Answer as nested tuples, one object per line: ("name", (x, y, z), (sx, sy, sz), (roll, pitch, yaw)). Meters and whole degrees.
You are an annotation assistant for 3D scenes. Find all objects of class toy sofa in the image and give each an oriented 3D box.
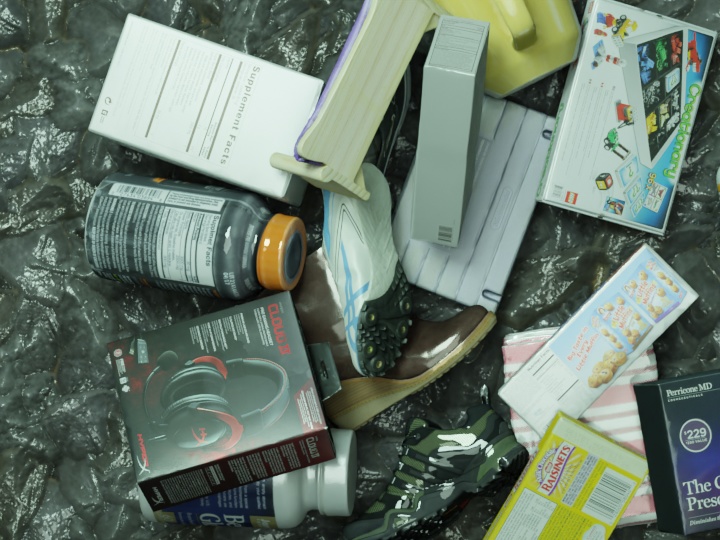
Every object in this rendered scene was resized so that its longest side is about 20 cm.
("toy sofa", (-0.009, -0.173, 1.614), (0.083, 0.097, 0.201), (19, 83, 49))

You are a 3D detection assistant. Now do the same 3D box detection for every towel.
("towel", (0.219, 0.151, 1.718), (0.145, 0.030, 0.201), (-8, 91, 7))

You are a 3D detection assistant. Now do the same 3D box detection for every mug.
("mug", (0.123, -0.243, 1.665), (0.149, 0.186, 0.154), (-25, 92, 36))

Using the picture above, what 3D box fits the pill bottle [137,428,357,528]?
("pill bottle", (-0.106, 0.190, 1.711), (0.199, 0.111, 0.112), (1, 89, 7))

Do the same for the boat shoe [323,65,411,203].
("boat shoe", (0.001, -0.137, 1.728), (0.070, 0.066, 0.201), (16, 91, 7))

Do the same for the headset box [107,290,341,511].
("headset box", (-0.118, 0.117, 1.644), (0.199, 0.075, 0.149), (-15, 61, -2))

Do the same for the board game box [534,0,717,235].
("board game box", (0.252, -0.146, 1.700), (0.126, 0.035, 0.201), (15, 90, -9))

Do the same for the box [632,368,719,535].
("box", (0.367, 0.156, 1.649), (0.199, 0.079, 0.142), (-10, 85, -10))

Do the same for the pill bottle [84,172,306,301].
("pill bottle", (-0.154, -0.029, 1.709), (0.199, 0.106, 0.107), (9, 90, 17))

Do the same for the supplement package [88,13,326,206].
("supplement package", (-0.138, -0.151, 1.717), (0.199, 0.121, 0.120), (20, 90, 6))

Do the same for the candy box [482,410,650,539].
("candy box", (0.183, 0.241, 1.693), (0.102, 0.026, 0.201), (28, 102, -5))

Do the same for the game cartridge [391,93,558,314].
("game cartridge", (0.106, -0.072, 1.732), (0.129, 0.038, 0.201), (21, 91, 11))

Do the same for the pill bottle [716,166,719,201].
("pill bottle", (0.392, -0.055, 1.658), (0.112, 0.113, 0.201), (-11, 88, 6))

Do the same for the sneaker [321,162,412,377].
("sneaker", (0.000, 0.000, 1.674), (0.072, 0.072, 0.201), (-9, 85, 49))

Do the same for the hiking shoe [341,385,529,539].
("hiking shoe", (0.061, 0.196, 1.721), (0.199, 0.076, 0.101), (-32, 65, 8))

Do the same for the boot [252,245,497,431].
("boot", (0.011, 0.044, 1.713), (0.199, 0.072, 0.167), (-34, 89, 13))

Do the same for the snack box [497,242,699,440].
("snack box", (0.224, 0.070, 1.688), (0.072, 0.024, 0.200), (44, 96, 3))

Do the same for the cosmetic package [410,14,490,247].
("cosmetic package", (0.080, -0.124, 1.623), (0.050, 0.083, 0.201), (11, 133, 9))
